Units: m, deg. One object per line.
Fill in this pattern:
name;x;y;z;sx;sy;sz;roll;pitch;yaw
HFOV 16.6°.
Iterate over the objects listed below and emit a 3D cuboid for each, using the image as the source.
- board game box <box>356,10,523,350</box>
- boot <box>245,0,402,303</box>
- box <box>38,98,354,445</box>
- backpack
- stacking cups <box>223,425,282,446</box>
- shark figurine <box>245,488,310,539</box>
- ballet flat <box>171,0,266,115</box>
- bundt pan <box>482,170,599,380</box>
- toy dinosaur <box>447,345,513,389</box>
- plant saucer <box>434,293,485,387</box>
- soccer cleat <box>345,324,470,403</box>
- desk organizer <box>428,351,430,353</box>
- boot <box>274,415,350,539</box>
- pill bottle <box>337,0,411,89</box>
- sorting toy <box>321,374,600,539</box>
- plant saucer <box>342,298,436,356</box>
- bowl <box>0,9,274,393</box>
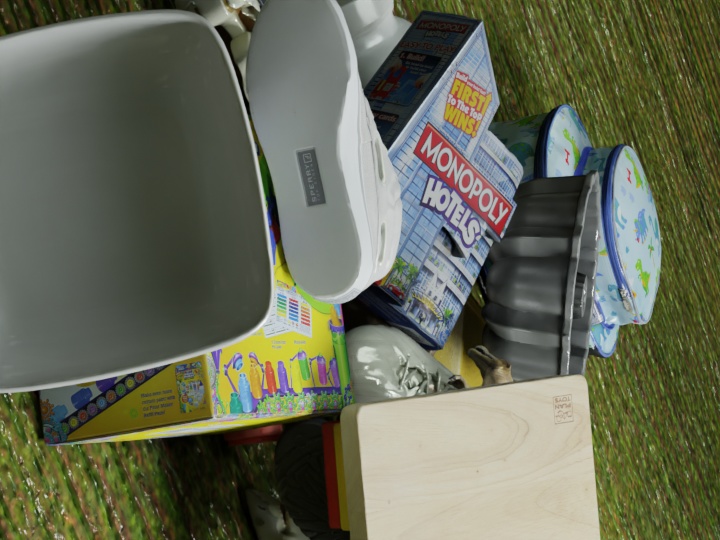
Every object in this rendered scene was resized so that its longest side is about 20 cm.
board game box;0.049;-0.069;1.737;0.200;0.062;0.201;39;72;-47
boot;-0.020;-0.083;1.561;0.096;0.073;0.201;-24;110;-71
box;-0.108;0.005;1.546;0.200;0.122;0.194;5;76;-65
backpack;0.180;-0.040;2.168;0.201;0.146;0.183;63;27;-27
stacking cups;-0.079;0.018;1.681;0.060;0.060;0.201;-5;86;-66
shark figurine;-0.026;0.259;1.663;0.128;0.089;0.215;38;19;-39
ballet flat;-0.082;-0.161;1.684;0.201;0.073;0.073;61;27;-6
bundt pan;0.143;0.016;1.968;0.202;0.075;0.203;7;90;-79
toy dinosaur;0.088;0.145;1.715;0.101;0.058;0.201;6;74;-38
plant saucer;0.089;0.111;2.029;0.200;0.048;0.201;49;39;-49
soccer cleat;0.053;0.097;1.775;0.200;0.077;0.070;40;71;-46
desk organizer;0.043;0.016;1.926;0.072;0.077;0.201;55;35;-44
boot;0.000;0.141;1.748;0.165;0.065;0.200;58;13;-16
pill bottle;0.007;-0.120;1.854;0.116;0.116;0.201;-61;136;-54
sorting toy;0.062;0.177;1.614;0.199;0.069;0.200;-6;91;-39
plant saucer;0.000;0.000;1.774;0.200;0.029;0.201;-15;112;-43
bowl;-0.155;-0.037;1.397;0.075;0.199;0.201;113;-35;-84
